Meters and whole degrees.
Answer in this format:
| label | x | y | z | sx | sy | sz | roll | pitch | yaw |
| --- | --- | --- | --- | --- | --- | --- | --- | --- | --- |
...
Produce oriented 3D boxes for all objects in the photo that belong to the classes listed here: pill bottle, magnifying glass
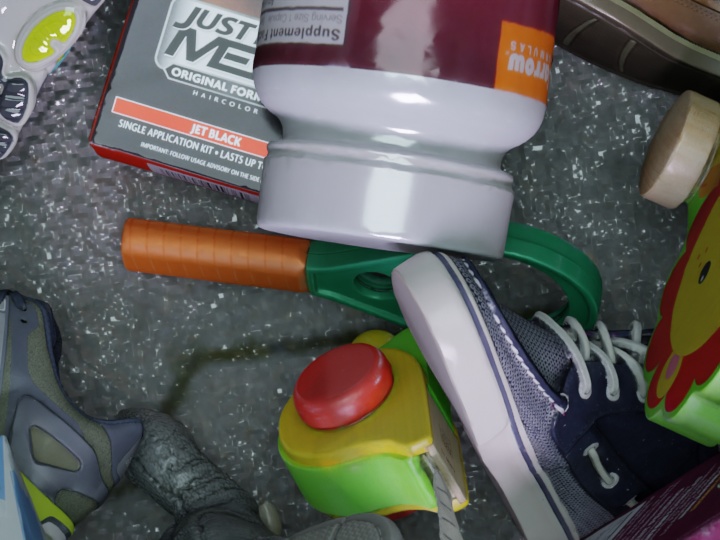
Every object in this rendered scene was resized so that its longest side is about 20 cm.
| label | x | y | z | sx | sy | sz | roll | pitch | yaw |
| --- | --- | --- | --- | --- | --- | --- | --- | --- | --- |
| pill bottle | 0.020 | -0.109 | 0.990 | 0.114 | 0.114 | 0.201 | 7 | 89 | -1 |
| magnifying glass | 0.000 | 0.000 | 1.072 | 0.199 | 0.080 | 0.022 | 5 | 58 | 8 |

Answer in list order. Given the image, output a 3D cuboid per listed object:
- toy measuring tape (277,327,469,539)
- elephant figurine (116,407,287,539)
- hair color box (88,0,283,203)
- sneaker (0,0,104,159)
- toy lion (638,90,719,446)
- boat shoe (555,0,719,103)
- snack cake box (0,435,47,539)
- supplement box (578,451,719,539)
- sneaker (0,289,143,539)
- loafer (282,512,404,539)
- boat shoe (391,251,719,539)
| label | x | y | z | sx | sy | sz | roll | pitch | yaw |
| --- | --- | --- | --- | --- | --- | --- | --- | --- | --- |
| toy measuring tape | 0.004 | 0.086 | 1.012 | 0.073 | 0.200 | 0.074 | -2 | 121 | -3 |
| elephant figurine | -0.035 | 0.154 | 1.015 | 0.200 | 0.155 | 0.142 | 43 | 63 | -9 |
| hair color box | -0.035 | -0.131 | 1.076 | 0.101 | 0.061 | 0.201 | 16 | 87 | 0 |
| sneaker | -0.148 | -0.101 | 1.067 | 0.077 | 0.080 | 0.200 | 44 | 106 | -10 |
| toy lion | 0.161 | -0.040 | 0.950 | 0.068 | 0.192 | 0.200 | 24 | 119 | -7 |
| boat shoe | 0.139 | -0.110 | 1.078 | 0.199 | 0.072 | 0.068 | 26 | 83 | -9 |
| snack cake box | -0.159 | 0.165 | 0.997 | 0.115 | 0.200 | 0.067 | -17 | 43 | -3 |
| supplement box | 0.145 | 0.139 | 0.932 | 0.131 | 0.200 | 0.103 | 50 | 45 | 1 |
| sneaker | -0.168 | 0.030 | 1.061 | 0.081 | 0.074 | 0.200 | -39 | 81 | -15 |
| loafer | -0.052 | 0.161 | 0.935 | 0.200 | 0.072 | 0.063 | -35 | 115 | 15 |
| boat shoe | 0.080 | 0.039 | 1.012 | 0.093 | 0.200 | 0.075 | -29 | 56 | 0 |
